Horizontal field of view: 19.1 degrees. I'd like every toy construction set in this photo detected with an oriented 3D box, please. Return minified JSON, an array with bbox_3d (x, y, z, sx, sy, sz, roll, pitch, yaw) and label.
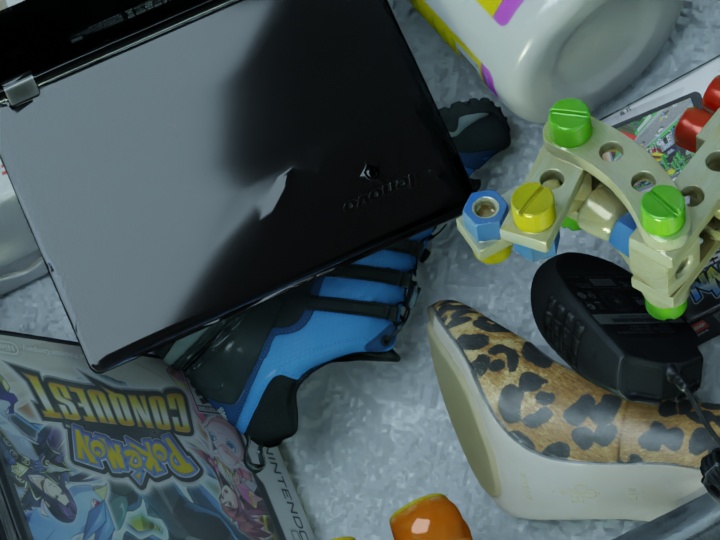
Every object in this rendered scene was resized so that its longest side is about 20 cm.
[{"bbox_3d":[0.142,-0.066,0.895,0.131,0.092,0.200,28,78,27],"label":"toy construction set"}]

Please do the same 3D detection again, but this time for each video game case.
[{"bbox_3d":[-0.088,0.114,0.932,0.025,0.200,0.181,-37,62,26],"label":"video game case"}]

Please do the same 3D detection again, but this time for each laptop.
[{"bbox_3d":[-0.073,-0.075,0.999,0.187,0.116,0.200,-23,25,-4],"label":"laptop"}]

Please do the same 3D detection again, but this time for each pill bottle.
[{"bbox_3d":[0.055,-0.168,1.008,0.104,0.104,0.200,-43,62,7],"label":"pill bottle"}]

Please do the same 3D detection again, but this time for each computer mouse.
[{"bbox_3d":[0.131,0.061,0.879,0.200,0.059,0.034,53,130,42],"label":"computer mouse"}]

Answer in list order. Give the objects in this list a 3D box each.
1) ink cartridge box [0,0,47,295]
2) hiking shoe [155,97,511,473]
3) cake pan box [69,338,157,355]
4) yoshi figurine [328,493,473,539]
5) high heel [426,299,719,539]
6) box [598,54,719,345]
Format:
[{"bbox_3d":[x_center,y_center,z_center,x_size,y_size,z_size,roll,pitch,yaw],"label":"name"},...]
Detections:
[{"bbox_3d":[-0.211,-0.094,1.119,0.146,0.084,0.200,-26,64,16],"label":"ink cartridge box"},{"bbox_3d":[0.000,0.000,1.002,0.200,0.074,0.087,-39,93,-9],"label":"hiking shoe"},{"bbox_3d":[-0.172,0.131,1.050,0.200,0.052,0.184,-10,72,22],"label":"cake pan box"},{"bbox_3d":[0.046,0.204,0.899,0.112,0.112,0.200,-42,62,27],"label":"yoshi figurine"},{"bbox_3d":[0.121,0.061,0.948,0.142,0.071,0.200,-21,44,-13],"label":"high heel"},{"bbox_3d":[0.205,-0.058,0.943,0.200,0.035,0.110,-28,65,15],"label":"box"}]
